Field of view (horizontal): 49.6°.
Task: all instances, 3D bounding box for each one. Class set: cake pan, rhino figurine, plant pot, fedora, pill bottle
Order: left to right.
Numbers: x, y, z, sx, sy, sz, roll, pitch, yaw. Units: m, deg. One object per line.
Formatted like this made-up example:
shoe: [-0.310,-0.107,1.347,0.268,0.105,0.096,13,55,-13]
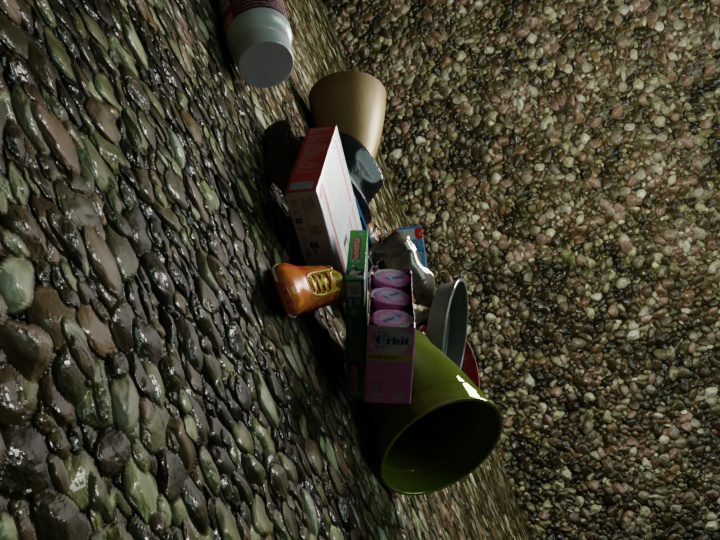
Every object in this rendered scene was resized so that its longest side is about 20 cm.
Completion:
pill bottle: [-0.170,-0.400,1.268,0.110,0.108,0.203,54,16,-54]
fedora: [-0.027,-0.183,1.419,0.200,0.091,0.201,44,-13,13]
plant pot: [-0.025,-0.315,1.779,0.187,0.182,0.204,52,30,-58]
rhino figurine: [0.089,0.021,1.414,0.202,0.087,0.060,57,-4,-14]
plant pot: [0.086,0.200,1.199,0.202,0.198,0.194,58,1,-45]
cake pan: [0.152,0.114,1.371,0.200,0.036,0.205,6,90,-71]

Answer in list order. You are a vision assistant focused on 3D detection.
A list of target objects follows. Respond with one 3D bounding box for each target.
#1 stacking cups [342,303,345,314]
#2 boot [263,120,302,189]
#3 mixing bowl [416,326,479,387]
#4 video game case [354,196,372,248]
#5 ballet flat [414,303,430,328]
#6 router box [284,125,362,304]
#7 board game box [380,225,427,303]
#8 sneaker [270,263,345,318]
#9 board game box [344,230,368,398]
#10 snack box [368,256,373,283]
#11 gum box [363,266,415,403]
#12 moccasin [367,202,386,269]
stacking cups: [0.021,0.103,1.363,0.061,0.059,0.202,-98,163,-57]
boot: [-0.085,-0.126,1.272,0.177,0.065,0.202,-100,167,-50]
mixing bowl: [0.126,0.203,1.490,0.198,0.107,0.204,20,61,-41]
video game case: [-0.035,-0.106,1.404,0.143,0.018,0.201,44,-13,32]
ballet flat: [0.055,0.089,1.319,0.198,0.070,0.072,-29,98,-40]
router box: [-0.050,-0.084,1.178,0.181,0.048,0.203,-78,159,-51]
board game box: [0.086,0.019,1.603,0.200,0.055,0.201,164,-81,-77]
sneaker: [-0.066,0.016,1.017,0.200,0.076,0.074,-12,81,-79]
board game box: [-0.005,0.063,1.133,0.135,0.028,0.204,-87,178,-59]
snack box: [0.000,0.000,1.423,0.117,0.037,0.201,53,-5,37]
gum box: [0.041,0.084,1.104,0.201,0.065,0.116,-85,177,-67]
moccasin: [0.029,-0.036,1.546,0.074,0.076,0.206,-48,131,-69]
